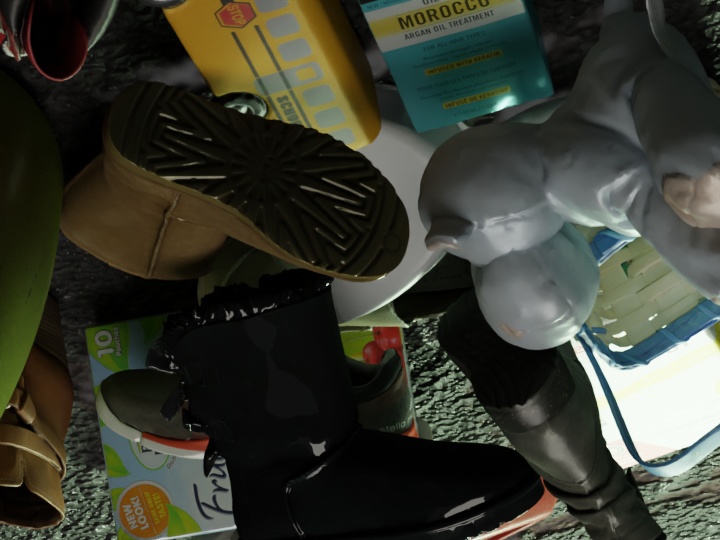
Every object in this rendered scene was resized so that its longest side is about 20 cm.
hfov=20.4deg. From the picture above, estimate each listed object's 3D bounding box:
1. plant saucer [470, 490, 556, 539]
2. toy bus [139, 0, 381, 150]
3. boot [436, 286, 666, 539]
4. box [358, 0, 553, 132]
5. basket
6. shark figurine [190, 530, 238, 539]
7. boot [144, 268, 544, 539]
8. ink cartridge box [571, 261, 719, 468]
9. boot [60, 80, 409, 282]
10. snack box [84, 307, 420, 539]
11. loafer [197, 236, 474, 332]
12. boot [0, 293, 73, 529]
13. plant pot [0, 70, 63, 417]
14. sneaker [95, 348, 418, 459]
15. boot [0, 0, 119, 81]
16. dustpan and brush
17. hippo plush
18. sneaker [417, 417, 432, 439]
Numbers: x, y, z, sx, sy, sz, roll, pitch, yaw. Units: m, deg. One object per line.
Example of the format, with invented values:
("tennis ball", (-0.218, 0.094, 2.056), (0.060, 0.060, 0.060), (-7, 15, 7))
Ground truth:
("plant saucer", (0.029, 0.195, 1.376), (0.200, 0.037, 0.199), (-34, 165, 33))
("toy bus", (-0.055, -0.132, 1.018), (0.078, 0.065, 0.200), (-15, 146, 10))
("boot", (0.107, 0.082, 1.116), (0.067, 0.200, 0.131), (-31, 110, 9))
("box", (0.039, -0.154, 1.022), (0.082, 0.049, 0.200), (-15, 147, 10))
("basket", (0.194, -0.006, 1.129), (0.176, 0.201, 0.139), (-33, 140, 11))
("shark figurine", (-0.103, 0.181, 1.383), (0.127, 0.215, 0.090), (-23, 108, -2))
("boot", (-0.011, 0.077, 1.117), (0.197, 0.164, 0.073), (-14, -169, 20))
("ink cartridge box", (0.169, 0.048, 1.324), (0.144, 0.084, 0.200), (-21, 145, 18))
("boot", (-0.074, -0.030, 1.087), (0.174, 0.066, 0.200), (29, 162, -6))
("snack box", (-0.065, 0.090, 1.279), (0.198, 0.143, 0.053), (-9, 178, 2))
("loafer", (0.000, 0.000, 1.209), (0.198, 0.068, 0.076), (-13, 112, -7))
("boot", (-0.254, 0.066, 1.189), (0.076, 0.156, 0.200), (-29, 142, 29))
("plant pot", (-0.236, 0.010, 1.020), (0.186, 0.200, 0.188), (-7, 125, -10))
("sneaker", (-0.062, 0.064, 1.198), (0.198, 0.077, 0.082), (4, 113, 9))
("boot", (-0.168, -0.124, 0.935), (0.072, 0.145, 0.200), (9, 144, -28))
("dustpan and brush", (0.040, -0.058, 1.138), (0.199, 0.057, 0.140), (-16, 112, 19))
("hippo plush", (0.110, -0.037, 0.984), (0.160, 0.159, 0.201), (-26, 110, 7))
("sneaker", (-0.023, 0.167, 1.468), (0.104, 0.076, 0.200), (8, 144, -22))
